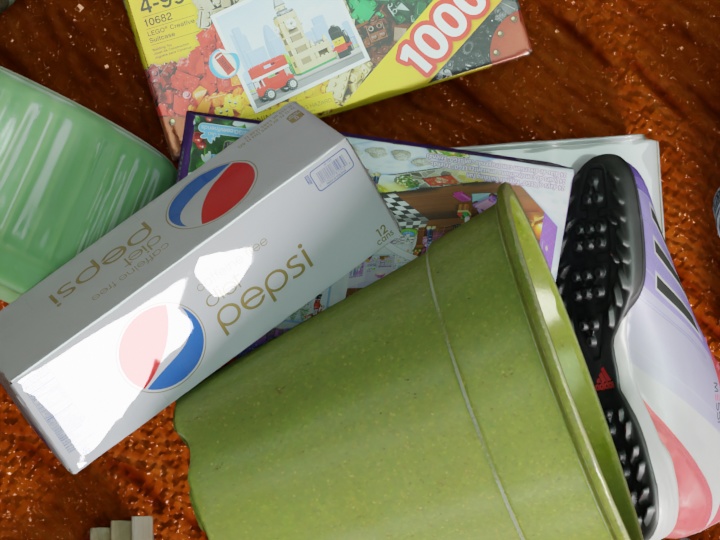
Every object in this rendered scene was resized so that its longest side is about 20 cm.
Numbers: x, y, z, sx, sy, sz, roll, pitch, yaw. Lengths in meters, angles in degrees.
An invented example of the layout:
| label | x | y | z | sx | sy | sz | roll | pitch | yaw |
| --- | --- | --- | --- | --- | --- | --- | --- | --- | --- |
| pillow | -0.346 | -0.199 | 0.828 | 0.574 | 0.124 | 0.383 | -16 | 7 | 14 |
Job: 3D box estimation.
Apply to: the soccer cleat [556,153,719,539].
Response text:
| label | x | y | z | sx | sy | sz | roll | pitch | yaw |
| --- | --- | --- | --- | --- | --- | --- | --- | --- | --- |
| soccer cleat | 0.150 | 0.038 | 1.552 | 0.073 | 0.068 | 0.201 | -7 | 86 | -33 |

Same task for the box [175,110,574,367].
| label | x | y | z | sx | sy | sz | roll | pitch | yaw |
| --- | --- | --- | --- | --- | --- | --- | --- | --- | --- |
| box | 0.000 | 0.000 | 1.532 | 0.199 | 0.039 | 0.137 | 8 | 95 | -11 |

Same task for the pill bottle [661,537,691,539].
| label | x | y | z | sx | sy | sz | roll | pitch | yaw |
| --- | --- | --- | --- | --- | --- | --- | --- | --- | --- |
| pill bottle | 0.125 | 0.191 | 1.572 | 0.200 | 0.113 | 0.113 | 2 | 94 | -42 |

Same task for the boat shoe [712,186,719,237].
| label | x | y | z | sx | sy | sz | roll | pitch | yaw |
| --- | --- | --- | --- | --- | --- | --- | --- | --- | --- |
| boat shoe | 0.274 | 0.012 | 1.572 | 0.199 | 0.068 | 0.074 | 30 | 119 | -23 |

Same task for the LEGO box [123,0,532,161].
| label | x | y | z | sx | sy | sz | roll | pitch | yaw |
| --- | --- | --- | --- | --- | --- | --- | --- | --- | --- |
| LEGO box | -0.026 | -0.157 | 1.599 | 0.199 | 0.077 | 0.149 | -17 | 95 | -2 |

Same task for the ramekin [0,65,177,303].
| label | x | y | z | sx | sy | sz | roll | pitch | yaw |
| --- | --- | --- | --- | --- | --- | --- | --- | --- | --- |
| ramekin | -0.190 | -0.045 | 1.543 | 0.200 | 0.200 | 0.098 | 25 | 84 | -4 |

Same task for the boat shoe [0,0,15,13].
| label | x | y | z | sx | sy | sz | roll | pitch | yaw |
| --- | --- | --- | --- | --- | --- | --- | --- | --- | --- |
| boat shoe | -0.235 | -0.230 | 1.592 | 0.076 | 0.072 | 0.200 | -47 | 109 | -33 |

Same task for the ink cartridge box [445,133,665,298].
| label | x | y | z | sx | sy | sz | roll | pitch | yaw |
| --- | --- | --- | --- | --- | --- | --- | --- | --- | --- |
| ink cartridge box | 0.090 | 0.030 | 1.613 | 0.145 | 0.083 | 0.201 | -4 | 94 | -3 |

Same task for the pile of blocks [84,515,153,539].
| label | x | y | z | sx | sy | sz | roll | pitch | yaw |
| --- | --- | --- | --- | --- | --- | --- | --- | --- | --- |
| pile of blocks | -0.142 | 0.230 | 1.615 | 0.062 | 0.082 | 0.201 | 0 | 94 | -3 |

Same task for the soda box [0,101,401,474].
| label | x | y | z | sx | sy | sz | roll | pitch | yaw |
| --- | --- | --- | --- | --- | --- | --- | --- | --- | --- |
| soda box | -0.084 | 0.006 | 1.448 | 0.200 | 0.068 | 0.064 | -36 | 121 | -9 |

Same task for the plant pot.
| label | x | y | z | sx | sy | sz | roll | pitch | yaw |
| --- | --- | --- | --- | --- | --- | --- | --- | --- | --- |
| plant pot | 0.018 | 0.084 | 1.447 | 0.190 | 0.200 | 0.201 | -21 | 94 | 7 |
